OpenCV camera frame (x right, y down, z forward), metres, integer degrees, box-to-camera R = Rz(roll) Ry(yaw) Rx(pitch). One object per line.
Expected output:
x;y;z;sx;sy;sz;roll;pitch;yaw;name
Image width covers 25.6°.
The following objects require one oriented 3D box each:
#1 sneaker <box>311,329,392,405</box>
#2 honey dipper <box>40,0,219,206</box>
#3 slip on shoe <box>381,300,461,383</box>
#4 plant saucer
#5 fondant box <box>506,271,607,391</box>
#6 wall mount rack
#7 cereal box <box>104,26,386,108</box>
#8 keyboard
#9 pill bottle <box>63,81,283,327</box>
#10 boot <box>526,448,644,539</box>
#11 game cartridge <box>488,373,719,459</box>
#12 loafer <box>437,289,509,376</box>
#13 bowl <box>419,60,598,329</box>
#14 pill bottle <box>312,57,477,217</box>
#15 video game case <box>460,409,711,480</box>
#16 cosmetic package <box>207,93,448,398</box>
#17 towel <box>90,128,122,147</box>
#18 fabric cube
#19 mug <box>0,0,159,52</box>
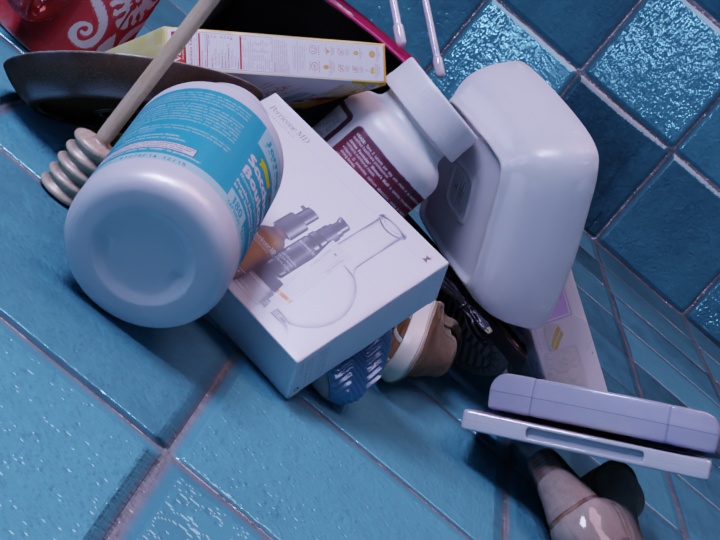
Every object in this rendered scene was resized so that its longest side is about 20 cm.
-0.034;0.023;1.225;0.076;0.081;0.201;23;41;-37;sneaker
-0.151;-0.130;1.102;0.038;0.200;0.038;37;12;-10;honey dipper
0.055;0.063;1.364;0.060;0.076;0.200;34;5;0;slip on shoe
-0.175;-0.132;1.221;0.199;0.032;0.200;4;-5;0;plant saucer
0.174;0.051;1.556;0.200;0.058;0.145;-145;-143;-80;fondant box
0.017;-0.273;1.516;0.174;0.075;0.200;40;8;21;wall mount rack
-0.099;-0.163;1.292;0.199;0.040;0.144;-1;-2;-30;cereal box
0.080;0.011;1.442;0.200;0.021;0.127;48;9;2;keyboard
-0.114;-0.055;1.051;0.111;0.111;0.200;38;30;-10;pill bottle
0.211;0.225;1.303;0.200;0.070;0.147;26;25;-48;boot
0.217;0.127;1.377;0.199;0.041;0.133;10;-3;18;game cartridge
0.090;0.021;1.561;0.069;0.075;0.200;-19;54;-36;loafer
0.119;-0.068;1.409;0.074;0.201;0.200;-1;34;-22;bowl
-0.004;-0.082;1.352;0.110;0.200;0.110;50;6;-7;pill bottle
0.189;0.144;1.322;0.199;0.018;0.143;11;-4;11;video game case
-0.058;-0.023;1.159;0.150;0.052;0.200;-32;66;-33;cosmetic package
-0.192;-0.108;1.340;0.200;0.018;0.086;47;14;27;towel
-0.073;-0.174;1.505;0.196;0.200;0.199;38;11;-6;fabric cube
-0.220;-0.273;1.402;0.133;0.200;0.178;36;12;-20;mug
